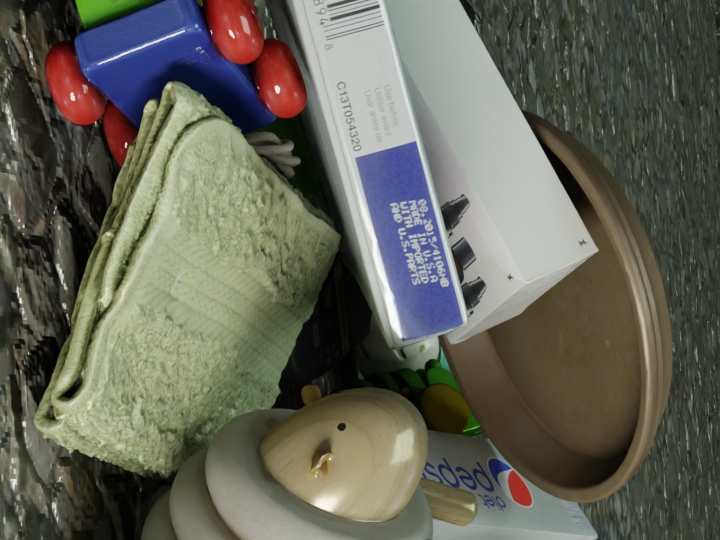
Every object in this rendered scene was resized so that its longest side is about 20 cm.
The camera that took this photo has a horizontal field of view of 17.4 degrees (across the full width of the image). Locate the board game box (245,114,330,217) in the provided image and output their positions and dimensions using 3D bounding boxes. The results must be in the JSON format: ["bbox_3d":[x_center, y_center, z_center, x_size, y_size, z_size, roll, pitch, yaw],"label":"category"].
[{"bbox_3d":[-0.007,-0.070,1.192,0.200,0.030,0.096,-32,110,-52],"label":"board game box"}]

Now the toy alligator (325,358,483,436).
[{"bbox_3d":[0.030,0.073,1.251,0.200,0.059,0.054,-23,76,-39],"label":"toy alligator"}]

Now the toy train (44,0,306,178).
[{"bbox_3d":[-0.076,-0.105,0.998,0.200,0.084,0.116,47,25,-71],"label":"toy train"}]

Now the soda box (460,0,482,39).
[{"bbox_3d":[0.036,-0.063,1.380,0.071,0.063,0.201,39,47,-68],"label":"soda box"}]

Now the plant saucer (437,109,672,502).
[{"bbox_3d":[0.091,0.014,1.152,0.200,0.029,0.201,40,-42,49],"label":"plant saucer"}]

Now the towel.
[{"bbox_3d":[-0.066,0.018,0.971,0.200,0.036,0.149,44,65,-69],"label":"towel"}]

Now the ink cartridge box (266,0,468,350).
[{"bbox_3d":[-0.006,-0.082,1.035,0.200,0.043,0.197,-115,-171,-78],"label":"ink cartridge box"}]

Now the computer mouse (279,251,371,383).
[{"bbox_3d":[0.000,0.000,1.210,0.200,0.034,0.059,-37,130,-51],"label":"computer mouse"}]

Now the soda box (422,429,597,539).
[{"bbox_3d":[0.035,0.125,1.182,0.200,0.068,0.064,15,36,-56],"label":"soda box"}]

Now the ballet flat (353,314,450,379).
[{"bbox_3d":[0.013,0.008,1.288,0.070,0.067,0.201,-28,108,-63],"label":"ballet flat"}]

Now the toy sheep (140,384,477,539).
[{"bbox_3d":[-0.029,0.131,0.952,0.200,0.138,0.138,-64,174,21],"label":"toy sheep"}]

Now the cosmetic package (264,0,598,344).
[{"bbox_3d":[0.028,-0.073,1.108,0.051,0.083,0.200,-22,78,-33],"label":"cosmetic package"}]
